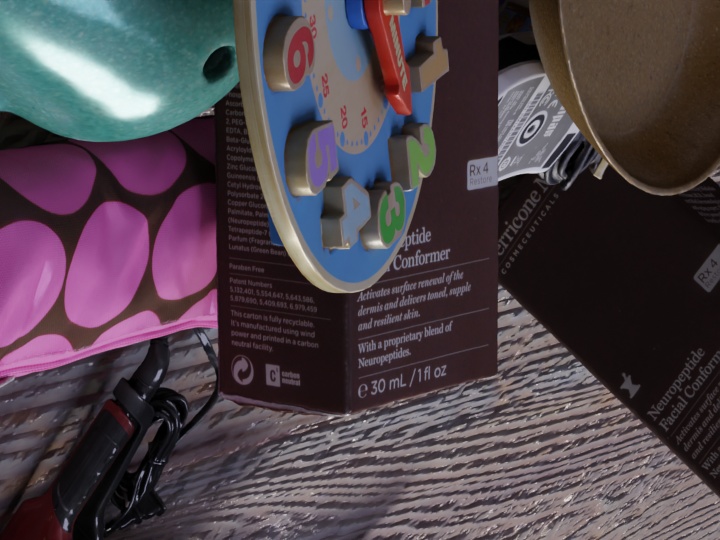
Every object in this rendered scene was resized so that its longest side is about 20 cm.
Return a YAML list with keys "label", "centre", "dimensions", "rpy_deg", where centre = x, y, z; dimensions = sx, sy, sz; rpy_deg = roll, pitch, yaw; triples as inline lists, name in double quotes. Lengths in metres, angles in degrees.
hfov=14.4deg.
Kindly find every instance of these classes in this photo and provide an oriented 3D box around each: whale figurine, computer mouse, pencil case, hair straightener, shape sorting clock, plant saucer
- label: "whale figurine"
  centre: [-0.098, -0.102, 0.941]
  dimensions: [0.159, 0.104, 0.200]
  rpy_deg: [-53, 158, 17]
- label: "computer mouse"
  centre: [0.079, -0.081, 1.291]
  dimensions: [0.110, 0.044, 0.200]
  rpy_deg: [-56, 158, 22]
- label: "pencil case"
  centre: [-0.105, -0.005, 1.103]
  dimensions: [0.090, 0.094, 0.199]
  rpy_deg: [-20, 177, 43]
- label: "hair straightener"
  centre: [-0.120, 0.096, 1.318]
  dimensions: [0.077, 0.041, 0.201]
  rpy_deg: [-7, 131, -56]
- label: "shape sorting clock"
  centre: [-0.003, -0.093, 0.972]
  dimensions: [0.200, 0.039, 0.201]
  rpy_deg: [-2, 90, -75]
- label: "plant saucer"
  centre: [0.123, -0.134, 1.251]
  dimensions: [0.200, 0.035, 0.202]
  rpy_deg: [-8, 99, -56]

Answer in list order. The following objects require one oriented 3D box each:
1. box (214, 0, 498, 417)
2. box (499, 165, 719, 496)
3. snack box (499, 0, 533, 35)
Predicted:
- label: "box"
  centre: [0.000, -0.051, 1.106]
  dimensions: [0.100, 0.075, 0.201]
  rpy_deg: [-13, 104, -49]
- label: "box"
  centre: [0.162, 0.016, 1.429]
  dimensions: [0.075, 0.200, 0.100]
  rpy_deg: [1, 129, -56]
- label: "snack box"
  centre: [0.062, -0.100, 1.314]
  dimensions: [0.072, 0.024, 0.200]
  rpy_deg: [-49, 157, 9]
